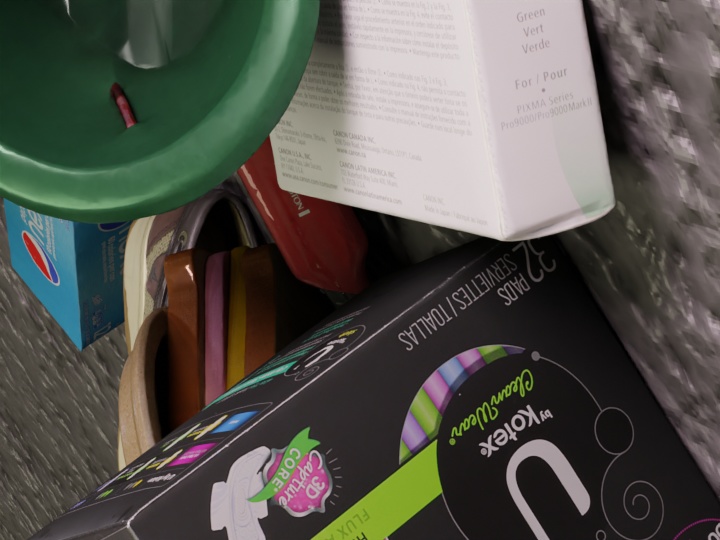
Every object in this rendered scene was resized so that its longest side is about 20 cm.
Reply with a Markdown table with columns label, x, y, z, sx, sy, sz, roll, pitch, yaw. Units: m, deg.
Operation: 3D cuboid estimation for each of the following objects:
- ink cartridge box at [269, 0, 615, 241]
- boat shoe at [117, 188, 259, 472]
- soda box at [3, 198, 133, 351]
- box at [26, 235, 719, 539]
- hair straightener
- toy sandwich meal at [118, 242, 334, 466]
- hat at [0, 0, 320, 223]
| label | x | y | z | sx | sy | sz | roll | pitch | yaw |
| --- | --- | --- | --- | --- | --- | --- | --- | --- | --- |
| ink cartridge box | 0.008 | -0.117 | 0.759 | 0.161 | 0.050 | 0.200 | 17 | 119 | 60 |
| boat shoe | -0.073 | 0.059 | 1.065 | 0.065 | 0.073 | 0.200 | -26 | 70 | 62 |
| soda box | -0.138 | -0.039 | 1.152 | 0.068 | 0.064 | 0.200 | 49 | 159 | 18 |
| box | 0.005 | 0.101 | 0.828 | 0.149 | 0.200 | 0.124 | 57 | 150 | -6 |
| hair straightener | 0.000 | 0.000 | 0.963 | 0.200 | 0.041 | 0.077 | 56 | -173 | -17 |
| toy sandwich meal | -0.032 | 0.089 | 0.952 | 0.205 | 0.070 | 0.205 | 61 | -166 | -26 |
| hat | -0.076 | -0.109 | 0.849 | 0.200 | 0.166 | 0.176 | 33 | -167 | 16 |
